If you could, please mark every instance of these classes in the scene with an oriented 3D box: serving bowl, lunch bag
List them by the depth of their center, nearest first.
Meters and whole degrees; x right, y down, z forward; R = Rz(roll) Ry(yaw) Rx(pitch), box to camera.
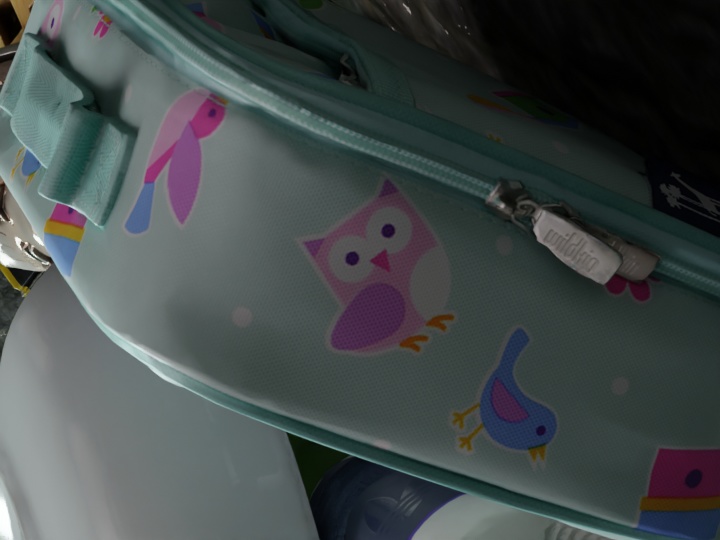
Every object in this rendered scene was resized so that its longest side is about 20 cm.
[{"bbox_3d":[-0.001,-0.015,0.500,0.160,0.077,0.200,24,-174,-24],"label":"lunch bag"},{"bbox_3d":[-0.064,0.086,0.643,0.200,0.066,0.200,166,90,-75],"label":"serving bowl"}]

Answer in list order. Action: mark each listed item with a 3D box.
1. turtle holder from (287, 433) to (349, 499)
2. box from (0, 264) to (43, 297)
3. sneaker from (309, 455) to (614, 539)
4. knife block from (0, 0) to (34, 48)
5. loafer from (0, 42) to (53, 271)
[{"bbox_3d":[0.034,0.090,0.741,0.141,0.186,0.132,6,-152,-45],"label":"turtle holder"},{"bbox_3d":[-0.153,-0.057,1.129,0.200,0.049,0.160,50,-163,30],"label":"box"},{"bbox_3d":[0.073,0.109,0.609,0.200,0.081,0.146,33,174,-16],"label":"sneaker"},{"bbox_3d":[-0.080,-0.081,0.840,0.200,0.176,0.064,-40,71,44],"label":"knife block"},{"bbox_3d":[-0.079,-0.033,0.710,0.200,0.063,0.072,-6,121,28],"label":"loafer"}]
